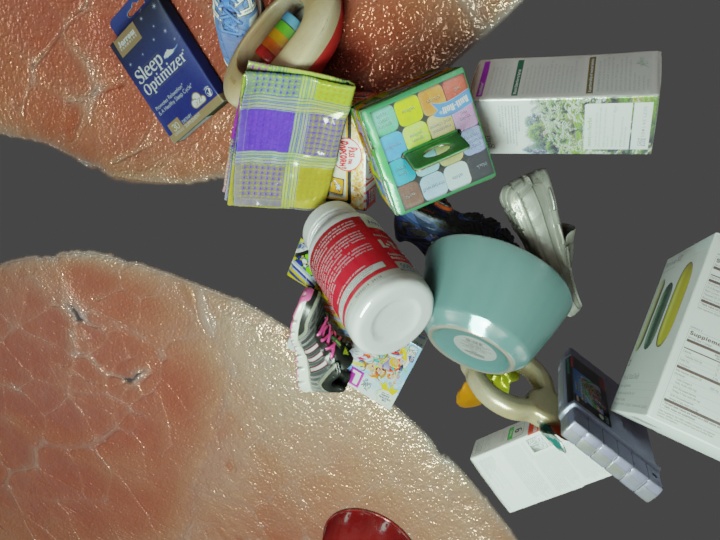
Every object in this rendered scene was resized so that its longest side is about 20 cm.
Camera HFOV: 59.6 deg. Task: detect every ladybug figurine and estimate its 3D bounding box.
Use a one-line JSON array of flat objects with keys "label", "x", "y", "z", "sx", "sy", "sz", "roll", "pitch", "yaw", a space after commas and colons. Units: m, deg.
[{"label": "ladybug figurine", "x": -0.089, "y": -0.278, "z": 0.793, "sx": 0.200, "sy": 0.072, "sz": 0.136, "roll": -45, "pitch": 49, "yaw": 10}]

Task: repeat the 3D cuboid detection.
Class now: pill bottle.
[{"label": "pill bottle", "x": 0.000, "y": 0.000, "z": 0.796, "sx": 0.201, "sy": 0.110, "sz": 0.114, "roll": 54, "pitch": 135, "yaw": 44}]

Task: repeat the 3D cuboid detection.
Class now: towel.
[{"label": "towel", "x": -0.092, "y": -0.157, "z": 0.792, "sx": 0.141, "sy": 0.023, "sz": 0.202, "roll": 4, "pitch": 134, "yaw": -19}]

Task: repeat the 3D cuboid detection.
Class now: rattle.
[{"label": "rattle", "x": 0.209, "y": 0.203, "z": 0.850, "sx": 0.200, "sy": 0.129, "sz": 0.144, "roll": 45, "pitch": 117, "yaw": 33}]

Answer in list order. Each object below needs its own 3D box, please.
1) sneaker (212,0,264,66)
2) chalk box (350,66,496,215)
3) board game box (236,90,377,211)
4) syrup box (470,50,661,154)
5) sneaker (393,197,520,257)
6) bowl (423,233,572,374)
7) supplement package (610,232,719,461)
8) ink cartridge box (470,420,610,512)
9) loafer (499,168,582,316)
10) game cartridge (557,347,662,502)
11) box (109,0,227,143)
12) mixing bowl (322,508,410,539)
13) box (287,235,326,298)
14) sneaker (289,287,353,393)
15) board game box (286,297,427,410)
[{"label": "sneaker", "x": -0.170, "y": -0.360, "z": 0.816, "sx": 0.074, "sy": 0.077, "sz": 0.204, "roll": 10, "pitch": 118, "yaw": 17}, {"label": "chalk box", "x": 0.069, "y": -0.150, "z": 0.718, "sx": 0.123, "sy": 0.200, "sz": 0.126, "roll": -22, "pitch": 106, "yaw": 0}, {"label": "board game box", "x": -0.075, "y": -0.174, "z": 0.878, "sx": 0.196, "sy": 0.046, "sz": 0.154, "roll": 11, "pitch": 116, "yaw": 19}, {"label": "syrup box", "x": 0.226, "y": -0.186, "z": 0.708, "sx": 0.196, "sy": 0.082, "sz": 0.079, "roll": 5, "pitch": 143, "yaw": 22}, {"label": "sneaker", "x": 0.130, "y": -0.039, "z": 0.847, "sx": 0.198, "sy": 0.075, "sz": 0.079, "roll": 32, "pitch": 135, "yaw": 13}, {"label": "bowl", "x": 0.154, "y": 0.056, "z": 0.794, "sx": 0.198, "sy": 0.106, "sz": 0.202, "roll": 24, "pitch": 155, "yaw": 11}, {"label": "supplement package", "x": 0.395, "y": 0.094, "z": 0.686, "sx": 0.148, "sy": 0.152, "sz": 0.203, "roll": 23, "pitch": 84, "yaw": 12}, {"label": "ink cartridge box", "x": 0.274, "y": 0.273, "z": 0.931, "sx": 0.199, "sy": 0.050, "sz": 0.110, "roll": -34, "pitch": 96, "yaw": 31}, {"label": "loafer", "x": 0.243, "y": -0.032, "z": 0.793, "sx": 0.069, "sy": 0.070, "sz": 0.202, "roll": -29, "pitch": 114, "yaw": 1}, {"label": "game cartridge", "x": 0.305, "y": 0.179, "z": 0.785, "sx": 0.129, "sy": 0.200, "sz": 0.039, "roll": 41, "pitch": 114, "yaw": 1}, {"label": "box", "x": -0.287, "y": -0.305, "z": 0.919, "sx": 0.120, "sy": 0.032, "sz": 0.202, "roll": -27, "pitch": 99, "yaw": 31}, {"label": "mixing bowl", "x": 0.000, "y": 0.550, "z": 1.142, "sx": 0.196, "sy": 0.108, "sz": 0.204, "roll": 9, "pitch": 116, "yaw": 20}, {"label": "box", "x": -0.004, "y": 0.018, "z": 0.925, "sx": 0.198, "sy": 0.064, "sz": 0.071, "roll": 31, "pitch": 122, "yaw": 8}, {"label": "sneaker", "x": -0.052, "y": 0.110, "z": 0.938, "sx": 0.086, "sy": 0.074, "sz": 0.203, "roll": 9, "pitch": 128, "yaw": 14}, {"label": "board game box", "x": -0.009, "y": 0.113, "z": 0.988, "sx": 0.198, "sy": 0.034, "sz": 0.136, "roll": 29, "pitch": 122, "yaw": 9}]
